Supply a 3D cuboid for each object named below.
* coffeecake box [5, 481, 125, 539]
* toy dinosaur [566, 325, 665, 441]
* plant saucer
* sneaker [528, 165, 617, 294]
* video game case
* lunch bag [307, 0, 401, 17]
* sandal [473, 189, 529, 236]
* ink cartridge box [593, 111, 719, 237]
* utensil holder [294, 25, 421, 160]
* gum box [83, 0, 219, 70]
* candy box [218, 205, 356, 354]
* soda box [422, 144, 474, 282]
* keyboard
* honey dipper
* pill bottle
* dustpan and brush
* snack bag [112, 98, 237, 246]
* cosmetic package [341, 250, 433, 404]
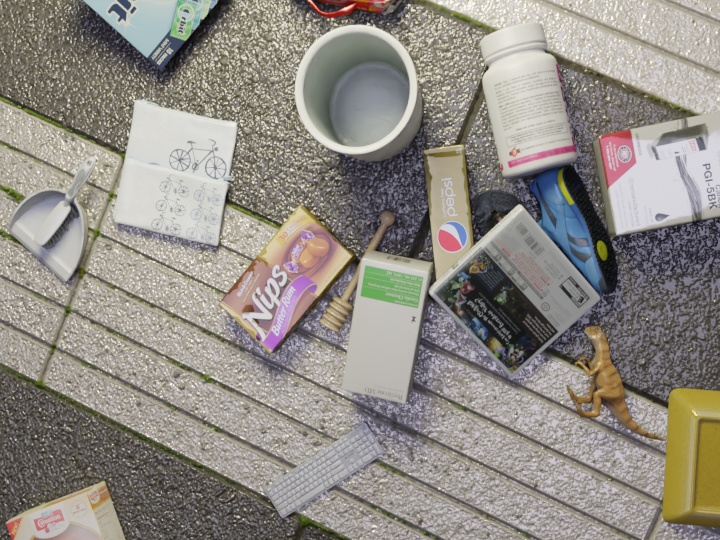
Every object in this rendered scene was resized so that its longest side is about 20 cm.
[{"bbox_3d":[-0.458,0.467,1.467,0.151,0.073,0.204,-21,88,10],"label":"coffeecake box"},{"bbox_3d":[0.367,0.184,1.341,0.104,0.060,0.204,-24,89,7],"label":"toy dinosaur"},{"bbox_3d":[0.549,0.282,1.323,0.195,0.048,0.205,3,93,9],"label":"plant saucer"},{"bbox_3d":[0.314,-0.054,1.346,0.078,0.066,0.203,-22,98,40],"label":"sneaker"},{"bbox_3d":[0.226,0.034,1.331,0.181,0.023,0.200,-42,112,9],"label":"video game case"},{"bbox_3d":[-0.025,-0.468,1.363,0.196,0.082,0.180,14,95,7],"label":"lunch bag"},{"bbox_3d":[0.241,-0.037,1.356,0.075,0.048,0.202,-35,88,8],"label":"sandal"},{"bbox_3d":[0.447,-0.138,1.304,0.195,0.083,0.150,-11,90,9],"label":"ink cartridge box"},{"bbox_3d":[0.007,-0.246,1.307,0.166,0.200,0.174,0,93,8],"label":"utensil holder"},{"bbox_3d":[-0.326,-0.440,1.384,0.199,0.045,0.170,40,100,-21],"label":"gum box"},{"bbox_3d":[-0.113,0.014,1.407,0.116,0.056,0.201,42,96,5],"label":"candy box"},{"bbox_3d":[0.135,-0.082,1.360,0.062,0.068,0.205,-6,91,8],"label":"soda box"},{"bbox_3d":[-0.058,0.316,1.433,0.198,0.011,0.057,-34,87,8],"label":"keyboard"},{"bbox_3d":[0.000,0.000,1.400,0.038,0.038,0.203,30,94,6],"label":"honey dipper"},{"bbox_3d":[0.239,-0.244,1.316,0.111,0.113,0.205,-13,91,9],"label":"pill bottle"},{"bbox_3d":[-0.473,-0.098,1.453,0.139,0.057,0.201,39,97,5],"label":"dustpan and brush"},{"bbox_3d":[-0.292,-0.156,1.445,0.184,0.021,0.205,14,94,8],"label":"snack bag"},{"bbox_3d":[0.041,0.083,1.359,0.105,0.085,0.205,10,101,8],"label":"cosmetic package"}]
